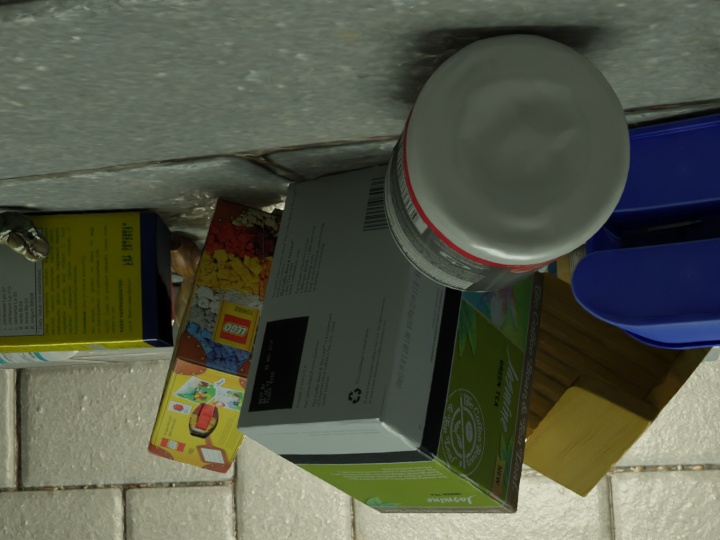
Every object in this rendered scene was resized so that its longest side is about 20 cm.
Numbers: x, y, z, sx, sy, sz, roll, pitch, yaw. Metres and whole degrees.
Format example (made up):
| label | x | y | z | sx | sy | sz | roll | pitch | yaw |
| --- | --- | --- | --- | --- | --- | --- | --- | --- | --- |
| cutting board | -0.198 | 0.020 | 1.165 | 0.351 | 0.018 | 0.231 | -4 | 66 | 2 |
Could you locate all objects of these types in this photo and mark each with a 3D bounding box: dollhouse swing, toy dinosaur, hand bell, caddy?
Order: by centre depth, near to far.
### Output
| label | x | y | z | sx | sy | sz | roll | pitch | yaw |
| --- | --- | --- | --- | --- | --- | --- | --- | --- | --- |
| caddy | 0.230 | -0.023 | 0.823 | 0.198 | 0.144 | 0.104 | -6 | 169 | 36 |
| toy dinosaur | -0.343 | -0.020 | 0.978 | 0.198 | 0.048 | 0.089 | 8 | 125 | -49 |
| dollhouse swing | 0.190 | 0.048 | 1.051 | 0.200 | 0.175 | 0.183 | -39 | 164 | -35 |
| hand bell | -0.165 | 0.007 | 1.273 | 0.102 | 0.106 | 0.200 | -3 | 161 | 7 |

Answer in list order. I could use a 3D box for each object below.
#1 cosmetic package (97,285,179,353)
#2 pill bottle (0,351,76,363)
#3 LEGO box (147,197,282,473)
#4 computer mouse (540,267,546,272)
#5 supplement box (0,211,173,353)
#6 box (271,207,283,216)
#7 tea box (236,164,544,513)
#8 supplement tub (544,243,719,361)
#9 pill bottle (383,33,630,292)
| label | x | y | z | sx | sy | sz | roll | pitch | yaw |
| --- | --- | --- | --- | --- | --- | --- | --- | --- | --- |
| cosmetic package | -0.272 | 0.064 | 1.632 | 0.106 | 0.092 | 0.198 | -8 | 174 | 40 |
| pill bottle | -0.342 | 0.035 | 1.241 | 0.196 | 0.113 | 0.111 | -4 | 173 | 9 |
| LEGO box | -0.116 | 0.060 | 1.058 | 0.076 | 0.151 | 0.201 | 15 | 148 | -8 |
| computer mouse | 0.098 | 0.007 | 1.257 | 0.198 | 0.045 | 0.109 | 3 | -166 | 40 |
| supplement box | -0.266 | 0.014 | 1.090 | 0.196 | 0.111 | 0.110 | -2 | 173 | -3 |
| box | 0.000 | 0.000 | 1.143 | 0.197 | 0.037 | 0.144 | 13 | 165 | -11 |
| tea box | 0.031 | 0.058 | 0.948 | 0.132 | 0.203 | 0.196 | -7 | 151 | 34 |
| supplement tub | 0.283 | 0.041 | 1.365 | 0.196 | 0.147 | 0.145 | -3 | 173 | 9 |
| pill bottle | 0.069 | -0.047 | 0.688 | 0.109 | 0.113 | 0.200 | -2 | 173 | -4 |
